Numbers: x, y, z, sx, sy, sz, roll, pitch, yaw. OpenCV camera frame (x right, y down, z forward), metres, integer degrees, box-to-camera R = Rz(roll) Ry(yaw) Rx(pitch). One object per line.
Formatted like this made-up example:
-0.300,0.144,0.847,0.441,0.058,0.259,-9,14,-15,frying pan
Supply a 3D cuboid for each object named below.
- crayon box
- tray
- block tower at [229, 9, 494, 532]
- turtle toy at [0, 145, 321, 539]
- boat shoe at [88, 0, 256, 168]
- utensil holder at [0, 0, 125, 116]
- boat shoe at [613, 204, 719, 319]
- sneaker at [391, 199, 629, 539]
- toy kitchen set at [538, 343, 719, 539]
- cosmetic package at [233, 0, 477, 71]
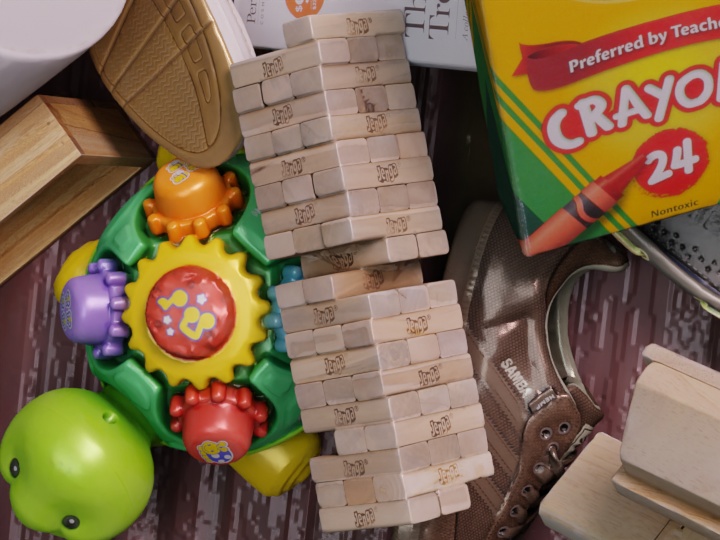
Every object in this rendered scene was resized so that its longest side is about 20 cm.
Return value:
0.101,-0.110,1.030,0.126,0.051,0.201,-16,127,-2,crayon box
-0.189,-0.002,1.196,0.200,0.099,0.037,-39,82,12,tray
0.000,0.000,1.096,0.058,0.054,0.201,-11,89,45,block tower
-0.074,0.033,1.169,0.146,0.101,0.200,41,101,8,turtle toy
-0.086,-0.132,1.164,0.071,0.069,0.201,-44,66,33,boat shoe
-0.213,-0.117,1.125,0.200,0.170,0.171,-30,86,39,utensil holder
0.173,-0.003,1.129,0.201,0.060,0.072,32,100,10,boat shoe
0.061,0.074,1.155,0.075,0.070,0.201,11,96,12,sneaker
0.115,0.155,1.032,0.200,0.163,0.181,25,64,40,toy kitchen set
0.022,-0.185,1.130,0.150,0.052,0.201,9,96,44,cosmetic package
